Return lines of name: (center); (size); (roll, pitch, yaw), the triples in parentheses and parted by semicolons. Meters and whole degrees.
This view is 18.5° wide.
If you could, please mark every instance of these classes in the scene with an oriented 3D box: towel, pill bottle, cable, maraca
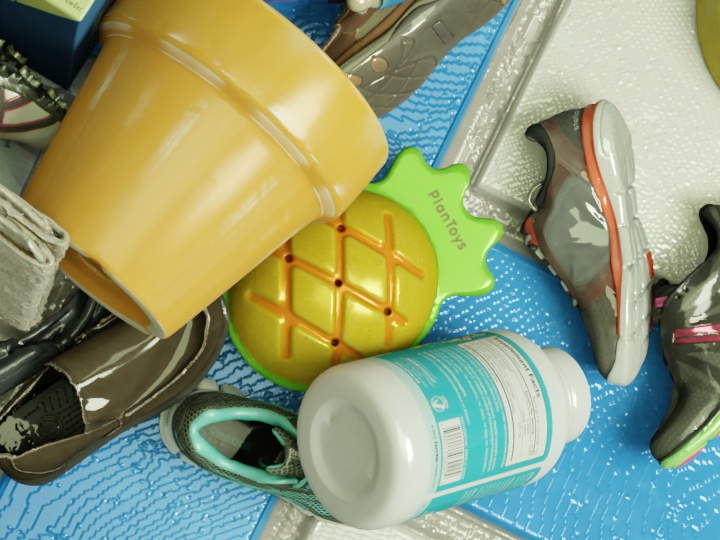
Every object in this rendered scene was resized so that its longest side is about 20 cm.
towel: (-0.249, -0.023, 1.390); (0.132, 0.200, 0.034); (37, 71, -1)
pill bottle: (0.063, 0.101, 1.486); (0.200, 0.111, 0.111); (-10, 92, -42)
cable: (-0.254, -0.003, 1.514); (0.200, 0.051, 0.163); (-33, 85, -13)
maraca: (0.000, 0.000, 1.509); (0.200, 0.107, 0.137); (-31, 93, -6)

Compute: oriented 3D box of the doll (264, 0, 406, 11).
doll: (-0.001, -0.211, 1.492); (0.200, 0.137, 0.049); (-4, 129, 18)

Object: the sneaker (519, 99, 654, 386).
sneaker: (0.156, -0.017, 1.558); (0.082, 0.077, 0.200); (-7, 90, 21)

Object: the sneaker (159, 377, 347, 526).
sneaker: (-0.041, 0.132, 1.514); (0.200, 0.091, 0.078); (15, 90, -6)

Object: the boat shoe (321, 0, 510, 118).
boat shoe: (0.020, -0.170, 1.537); (0.200, 0.076, 0.072); (-38, 61, -2)

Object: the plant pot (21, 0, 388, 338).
plant pot: (-0.115, -0.065, 1.407); (0.200, 0.200, 0.183); (40, 76, -5)

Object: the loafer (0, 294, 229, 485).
loafer: (-0.172, 0.076, 1.485); (0.200, 0.071, 0.073); (-42, 77, 8)

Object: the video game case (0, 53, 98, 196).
video game case: (-0.222, -0.090, 1.505); (0.200, 0.019, 0.143); (23, 73, -3)

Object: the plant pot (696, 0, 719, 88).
plant pot: (0.347, -0.188, 1.508); (0.200, 0.189, 0.201); (0, 90, -6)

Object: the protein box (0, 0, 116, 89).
protein box: (-0.188, -0.253, 1.428); (0.135, 0.199, 0.200); (32, 78, -4)

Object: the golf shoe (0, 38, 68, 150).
golf shoe: (-0.255, -0.113, 1.415); (0.088, 0.200, 0.077); (-49, 59, 4)

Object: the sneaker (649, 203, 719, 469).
sneaker: (0.239, 0.045, 1.561); (0.084, 0.077, 0.200); (20, 79, 2)
